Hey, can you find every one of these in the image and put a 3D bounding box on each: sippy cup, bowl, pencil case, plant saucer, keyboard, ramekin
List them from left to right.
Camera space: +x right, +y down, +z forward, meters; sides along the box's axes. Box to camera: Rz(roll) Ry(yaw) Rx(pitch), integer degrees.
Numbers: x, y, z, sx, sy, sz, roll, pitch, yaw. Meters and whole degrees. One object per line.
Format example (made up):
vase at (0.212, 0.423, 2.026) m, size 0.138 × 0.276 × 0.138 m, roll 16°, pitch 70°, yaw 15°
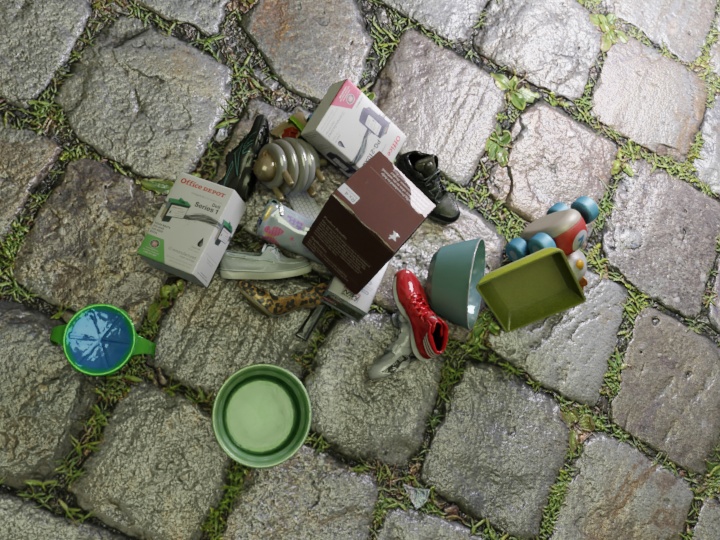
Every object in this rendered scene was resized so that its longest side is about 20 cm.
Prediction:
sippy cup at (-0.502, 0.143, 1.338) m, size 0.178 × 0.130 × 0.140 m, roll 44°, pitch 73°, yaw 1°
ramekin at (-0.202, 0.295, 1.385) m, size 0.196 × 0.098 × 0.204 m, roll 3°, pitch 77°, yaw -11°
keyboard at (-0.154, -0.198, 1.552) m, size 0.056 × 0.011 × 0.202 m, roll -26°, pitch 84°, yaw -16°
pencil case at (-0.127, -0.082, 1.492) m, size 0.198 × 0.083 × 0.092 m, roll 25°, pitch 110°, yaw -6°
bowl at (0.208, 0.024, 1.502) m, size 0.103 × 0.201 × 0.204 m, roll 7°, pitch 74°, yaw 18°
plant saucer at (0.375, 0.035, 1.506) m, size 0.198 × 0.200 × 0.048 m, roll -24°, pitch 44°, yaw 19°

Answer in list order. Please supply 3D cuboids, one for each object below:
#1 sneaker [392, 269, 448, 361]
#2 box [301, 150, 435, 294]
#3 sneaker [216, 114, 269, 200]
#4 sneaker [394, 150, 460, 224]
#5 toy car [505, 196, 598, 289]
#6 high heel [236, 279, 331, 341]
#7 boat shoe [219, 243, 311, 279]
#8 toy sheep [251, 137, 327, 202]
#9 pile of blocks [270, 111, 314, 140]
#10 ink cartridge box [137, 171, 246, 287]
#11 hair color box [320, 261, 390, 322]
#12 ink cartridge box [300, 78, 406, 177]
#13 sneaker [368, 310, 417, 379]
sneaker at (0.137, 0.084, 1.426) m, size 0.077 × 0.115 × 0.203 m, roll -18°, pitch 84°, yaw -24°
box at (0.013, -0.093, 1.381) m, size 0.166 × 0.200 × 0.164 m, roll 44°, pitch 55°, yaw 1°
sneaker at (-0.257, -0.259, 1.508) m, size 0.078 × 0.076 × 0.203 m, roll 13°, pitch 74°, yaw 8°
sneaker at (0.163, -0.195, 1.567) m, size 0.076 × 0.114 × 0.200 m, roll -39°, pitch 89°, yaw -15°
toy car at (0.477, -0.033, 1.578) m, size 0.184 × 0.176 × 0.201 m, roll -37°, pitch 99°, yaw -20°
high heel at (-0.157, 0.040, 1.464) m, size 0.199 × 0.071 × 0.144 m, roll 36°, pitch 76°, yaw -16°
boat shoe at (-0.204, -0.021, 1.463) m, size 0.197 × 0.070 × 0.073 m, roll -2°, pitch 99°, yaw -9°
toy sheep at (-0.150, -0.225, 1.490) m, size 0.198 × 0.137 × 0.140 m, roll -10°, pitch 78°, yaw -46°
pile of blocks at (-0.109, -0.340, 1.563) m, size 0.197 × 0.062 × 0.083 m, roll -20°, pitch 82°, yaw -18°
ink cartridge box at (-0.350, -0.088, 1.426) m, size 0.144 × 0.085 × 0.203 m, roll 18°, pitch 73°, yaw 16°
hair color box at (0.000, 0.000, 1.487) m, size 0.098 × 0.061 × 0.202 m, roll 30°, pitch 57°, yaw -7°
ink cartridge box at (-0.012, -0.302, 1.529) m, size 0.199 × 0.084 × 0.146 m, roll 38°, pitch 74°, yaw -27°
sneaker at (0.084, 0.153, 1.493) m, size 0.198 × 0.075 × 0.116 m, roll -26°, pitch 83°, yaw -21°
